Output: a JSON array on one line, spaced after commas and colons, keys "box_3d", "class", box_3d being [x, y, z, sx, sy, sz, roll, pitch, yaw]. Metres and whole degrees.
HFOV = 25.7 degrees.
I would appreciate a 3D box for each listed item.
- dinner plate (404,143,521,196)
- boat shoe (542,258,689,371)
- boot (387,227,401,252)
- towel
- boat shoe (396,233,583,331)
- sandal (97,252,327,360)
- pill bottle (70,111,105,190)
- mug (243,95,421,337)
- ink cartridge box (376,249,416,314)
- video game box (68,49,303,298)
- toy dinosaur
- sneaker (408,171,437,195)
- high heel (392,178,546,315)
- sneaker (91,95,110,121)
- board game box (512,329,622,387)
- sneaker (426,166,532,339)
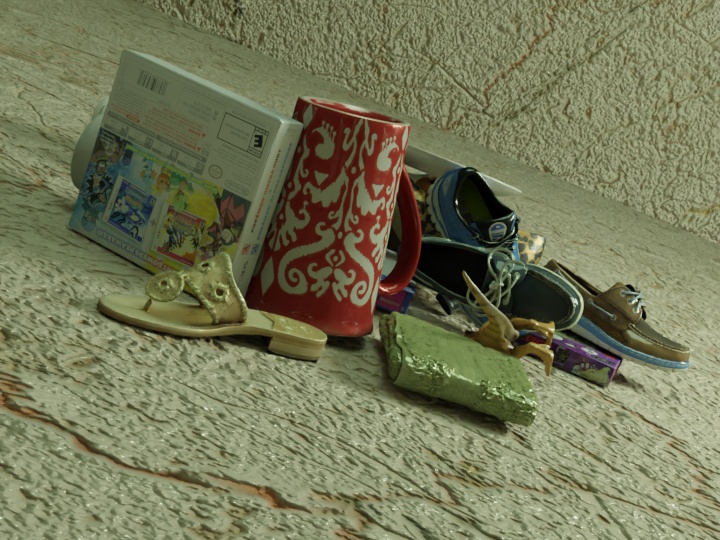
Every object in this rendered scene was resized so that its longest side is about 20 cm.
[{"box_3d": [0.091, -0.119, 1.827, 0.200, 0.024, 0.200, 22, 4, -2], "class": "dinner plate"}, {"box_3d": [0.284, 0.049, 1.771, 0.200, 0.073, 0.072, 25, 11, 14], "class": "boat shoe"}, {"box_3d": [0.123, -0.014, 1.915, 0.155, 0.073, 0.200, 14, 3, -30], "class": "boot"}, {"box_3d": [0.088, 0.090, 1.449, 0.148, 0.037, 0.200, 20, 8, -6], "class": "towel"}, {"box_3d": [0.131, 0.010, 1.624, 0.200, 0.075, 0.062, 25, 2, 16], "class": "boat shoe"}, {"box_3d": [-0.117, 0.019, 1.334, 0.211, 0.070, 0.078, 14, 13, -30], "class": "sandal"}, {"box_3d": [-0.186, -0.084, 1.588, 0.200, 0.115, 0.114, 24, 12, 17], "class": "pill bottle"}, {"box_3d": [-0.022, -0.055, 1.488, 0.133, 0.200, 0.177, 17, 12, 19], "class": "mug"}, {"box_3d": [0.000, 0.000, 1.717, 0.119, 0.042, 0.200, 21, 8, -3], "class": "ink cartridge box"}, {"box_3d": [-0.165, -0.086, 1.462, 0.200, 0.183, 0.047, 27, 12, 29], "class": "video game box"}, {"box_3d": [0.138, 0.064, 1.545, 0.106, 0.061, 0.200, 10, -17, 0], "class": "toy dinosaur"}, {"box_3d": [0.101, -0.088, 1.959, 0.085, 0.073, 0.200, 12, 9, 26], "class": "sneaker"}, {"box_3d": [0.112, -0.066, 1.777, 0.200, 0.142, 0.071, 61, -13, 3], "class": "high heel"}, {"box_3d": [-0.226, -0.156, 1.918, 0.200, 0.075, 0.081, 16, -8, -32], "class": "sneaker"}, {"box_3d": [0.241, 0.083, 1.794, 0.120, 0.032, 0.200, 27, 12, 10], "class": "board game box"}, {"box_3d": [0.134, -0.020, 1.690, 0.078, 0.200, 0.089, -22, -8, -20], "class": "sneaker"}]
